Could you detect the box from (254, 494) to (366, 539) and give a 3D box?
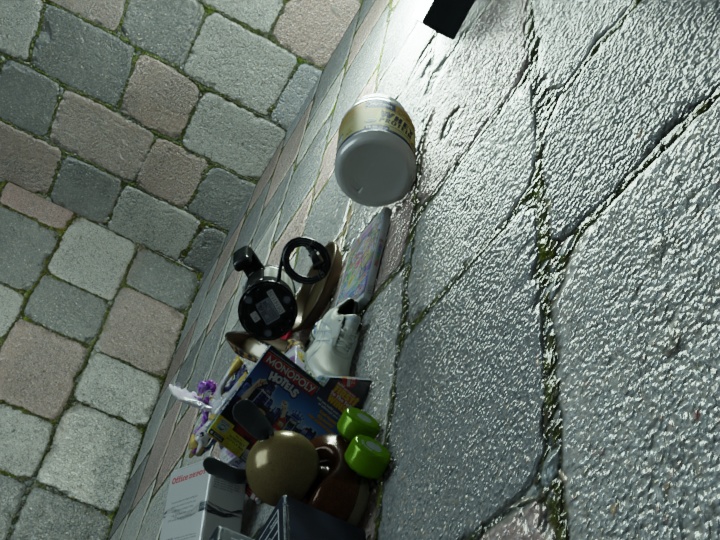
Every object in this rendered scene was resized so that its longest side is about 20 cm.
[{"bbox_3d":[-0.078,0.396,0.945,0.201,0.122,0.199,-58,17,15],"label":"box"}]

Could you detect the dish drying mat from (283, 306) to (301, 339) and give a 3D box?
[{"bbox_3d":[-0.177,0.162,1.895,0.202,0.018,0.077,-63,15,7],"label":"dish drying mat"}]

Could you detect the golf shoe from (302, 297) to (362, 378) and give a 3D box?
[{"bbox_3d":[-0.037,0.112,1.378,0.098,0.078,0.201,-53,19,23],"label":"golf shoe"}]

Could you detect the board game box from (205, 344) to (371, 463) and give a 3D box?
[{"bbox_3d":[-0.087,0.206,1.242,0.201,0.200,0.062,-53,13,-14],"label":"board game box"}]

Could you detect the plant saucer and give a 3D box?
[{"bbox_3d":[-0.088,0.036,1.771,0.201,0.029,0.201,-58,15,25],"label":"plant saucer"}]

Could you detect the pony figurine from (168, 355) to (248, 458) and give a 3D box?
[{"bbox_3d":[-0.295,0.277,1.784,0.200,0.166,0.193,-48,23,-3],"label":"pony figurine"}]

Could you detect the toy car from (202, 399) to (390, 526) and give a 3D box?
[{"bbox_3d":[-0.090,0.243,1.090,0.165,0.198,0.158,-61,15,10],"label":"toy car"}]

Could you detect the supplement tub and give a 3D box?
[{"bbox_3d":[0.028,-0.221,1.558,0.145,0.143,0.201,-55,17,30],"label":"supplement tub"}]

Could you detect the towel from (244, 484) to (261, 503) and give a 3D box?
[{"bbox_3d":[-0.190,0.324,1.589,0.200,0.023,0.145,21,84,61],"label":"towel"}]

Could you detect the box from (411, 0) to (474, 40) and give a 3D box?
[{"bbox_3d":[0.189,-0.564,1.697,0.201,0.078,0.141,-60,12,15],"label":"box"}]

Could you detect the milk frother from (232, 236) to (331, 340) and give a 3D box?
[{"bbox_3d":[-0.152,0.023,1.751,0.188,0.198,0.183,-118,15,-78],"label":"milk frother"}]

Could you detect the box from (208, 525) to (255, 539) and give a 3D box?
[{"bbox_3d":[-0.198,0.498,1.232,0.149,0.106,0.201,-58,15,22],"label":"box"}]

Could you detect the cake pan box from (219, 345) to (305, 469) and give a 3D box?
[{"bbox_3d":[-0.167,0.253,1.532,0.200,0.052,0.185,-40,23,20],"label":"cake pan box"}]

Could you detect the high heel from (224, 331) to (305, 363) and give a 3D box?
[{"bbox_3d":[-0.191,0.153,1.709,0.072,0.141,0.200,-68,15,-17],"label":"high heel"}]

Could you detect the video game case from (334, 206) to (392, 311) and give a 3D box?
[{"bbox_3d":[0.000,0.000,1.541,0.143,0.018,0.202,-46,24,50],"label":"video game case"}]

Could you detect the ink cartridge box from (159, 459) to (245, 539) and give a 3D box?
[{"bbox_3d":[-0.280,0.448,1.523,0.144,0.084,0.202,-26,48,41],"label":"ink cartridge box"}]
